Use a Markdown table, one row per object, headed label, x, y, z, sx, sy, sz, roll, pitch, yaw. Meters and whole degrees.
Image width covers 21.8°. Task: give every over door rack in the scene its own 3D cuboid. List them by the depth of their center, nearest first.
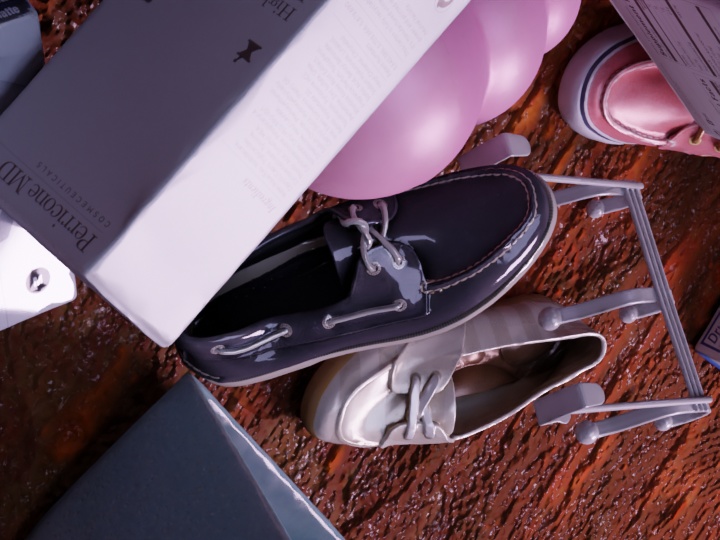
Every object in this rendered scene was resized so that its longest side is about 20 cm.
| label | x | y | z | sx | sy | sz | roll | pitch | yaw |
| --- | --- | --- | --- | --- | --- | --- | --- | --- | --- |
| over door rack | 0.114 | 0.015 | 1.008 | 0.200 | 0.067 | 0.148 | 10 | 60 | -60 |

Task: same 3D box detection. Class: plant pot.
| label | x | y | z | sx | sy | sz | roll | pitch | yaw |
| --- | --- | --- | --- | --- | --- | --- | --- | --- | --- |
| plant pot | -0.082 | 0.214 | 0.913 | 0.200 | 0.196 | 0.196 | -37 | 133 | -1 |

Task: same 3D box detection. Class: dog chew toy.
| label | x | y | z | sx | sy | sz | roll | pitch | yaw |
| --- | --- | --- | --- | --- | --- | --- | --- | --- | --- |
| dog chew toy | 0.032 | -0.117 | 0.899 | 0.200 | 0.124 | 0.125 | -33 | 130 | -35 |

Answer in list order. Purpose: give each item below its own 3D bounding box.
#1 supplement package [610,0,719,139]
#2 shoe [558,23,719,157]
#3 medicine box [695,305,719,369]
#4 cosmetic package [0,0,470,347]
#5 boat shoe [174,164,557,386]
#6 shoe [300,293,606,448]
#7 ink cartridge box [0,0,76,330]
| label | x | y | z | sx | sy | sz | roll | pitch | yaw |
| --- | --- | --- | --- | --- | --- | --- | --- | --- | --- |
| supplement package | 0.243 | -0.176 | 0.970 | 0.200 | 0.111 | 0.156 | -51 | 130 | -7 |
| shoe | 0.211 | -0.097 | 1.083 | 0.200 | 0.091 | 0.072 | -2 | 112 | -41 |
| medicine box | 0.351 | 0.026 | 1.190 | 0.103 | 0.200 | 0.182 | 34 | 87 | -43 |
| cosmetic package | -0.059 | -0.080 | 0.772 | 0.200 | 0.102 | 0.074 | -49 | 143 | -6 |
| boat shoe | 0.000 | 0.000 | 0.901 | 0.200 | 0.073 | 0.063 | -23 | 161 | 6 |
| shoe | 0.055 | 0.056 | 1.046 | 0.200 | 0.053 | 0.070 | -16 | 121 | -36 |
| ink cartridge box | -0.218 | -0.044 | 0.762 | 0.199 | 0.041 | 0.200 | -25 | 125 | -31 |
